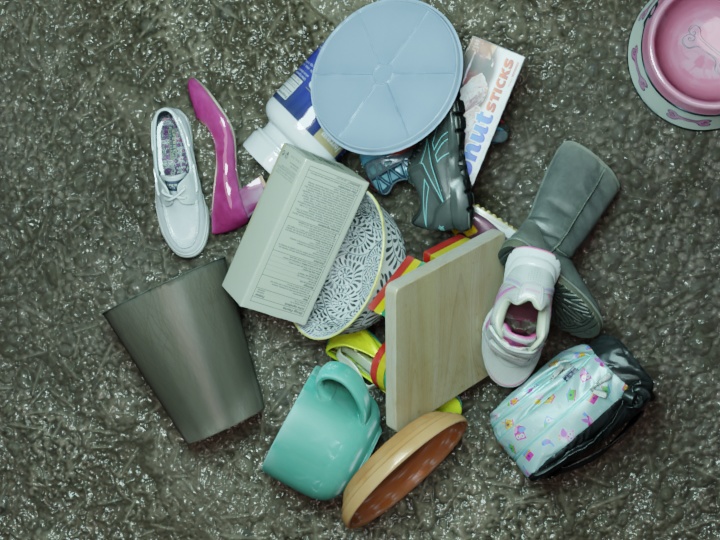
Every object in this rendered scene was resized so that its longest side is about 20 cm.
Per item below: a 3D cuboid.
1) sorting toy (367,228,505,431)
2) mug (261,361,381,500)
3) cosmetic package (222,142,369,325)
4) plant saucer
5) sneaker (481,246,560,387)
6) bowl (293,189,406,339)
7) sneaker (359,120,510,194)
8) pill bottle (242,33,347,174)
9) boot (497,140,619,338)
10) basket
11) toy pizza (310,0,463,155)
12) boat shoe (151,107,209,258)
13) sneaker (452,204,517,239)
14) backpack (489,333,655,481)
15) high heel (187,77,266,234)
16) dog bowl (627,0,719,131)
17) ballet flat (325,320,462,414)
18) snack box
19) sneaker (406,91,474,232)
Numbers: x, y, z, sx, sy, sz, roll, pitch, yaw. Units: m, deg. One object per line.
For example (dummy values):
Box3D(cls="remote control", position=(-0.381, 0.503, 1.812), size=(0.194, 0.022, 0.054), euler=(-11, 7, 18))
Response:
Box3D(cls="sorting toy", position=(0.087, 0.064, 1.532), size=(0.069, 0.198, 0.201), euler=(25, 128, 38))
Box3D(cls="mug", position=(-0.040, 0.209, 1.558), size=(0.114, 0.185, 0.153), euler=(29, 75, 2))
Box3D(cls="cosmetic package", position=(-0.082, -0.045, 1.546), size=(0.103, 0.073, 0.201), euler=(19, 102, -34))
Box3D(cls="plant saucer", position=(0.049, 0.243, 1.546), size=(0.200, 0.200, 0.037), euler=(-43, 71, 2))
Box3D(cls="sneaker", position=(0.185, 0.071, 1.491), size=(0.081, 0.088, 0.201), euler=(12, 129, 9))
Box3D(cls="bowl", position=(0.000, 0.000, 1.585), size=(0.094, 0.200, 0.202), euler=(17, 90, -35))
Box3D(cls="sneaker", position=(0.100, -0.149, 1.621), size=(0.198, 0.079, 0.096), euler=(-11, 105, 9))
Box3D(cls="pill bottle", position=(-0.052, -0.203, 1.601), size=(0.120, 0.120, 0.200), euler=(44, 93, 4))
Box3D(cls="boot", position=(0.275, -0.041, 1.565), size=(0.182, 0.072, 0.200), euler=(49, 51, -14))
Box3D(cls="basket", position=(-0.213, 0.110, 1.604), size=(0.179, 0.136, 0.201), euler=(-25, 90, 12))
Box3D(cls="toy pizza", position=(0.033, -0.232, 1.499), size=(0.199, 0.032, 0.202), euler=(-7, 73, 23))
Box3D(cls="boat shoe", position=(-0.242, -0.118, 1.640), size=(0.071, 0.069, 0.202), euler=(-2, 88, 5))
Box3D(cls="sneaker", position=(0.166, -0.018, 1.601), size=(0.199, 0.075, 0.090), euler=(32, 86, 6))
Box3D(cls="backpack", position=(0.264, 0.172, 1.559), size=(0.200, 0.167, 0.127), euler=(-39, 69, 6))
Box3D(cls="high heel", position=(-0.200, -0.151, 1.642), size=(0.096, 0.067, 0.201), euler=(-30, 97, -1))
Box3D(cls="dog bowl", position=(0.445, -0.283, 1.584), size=(0.198, 0.074, 0.202), euler=(0, 88, 4))
Box3D(cls="ballet flat", position=(0.037, 0.143, 1.607), size=(0.200, 0.067, 0.067), euler=(37, 136, 8))
Box3D(cls="snack box", position=(0.136, -0.186, 1.552), size=(0.071, 0.024, 0.201), euler=(23, 100, 6))
Box3D(cls="sneaker", position=(0.092, -0.145, 1.514), size=(0.079, 0.075, 0.202), euler=(-4, 94, 16))
